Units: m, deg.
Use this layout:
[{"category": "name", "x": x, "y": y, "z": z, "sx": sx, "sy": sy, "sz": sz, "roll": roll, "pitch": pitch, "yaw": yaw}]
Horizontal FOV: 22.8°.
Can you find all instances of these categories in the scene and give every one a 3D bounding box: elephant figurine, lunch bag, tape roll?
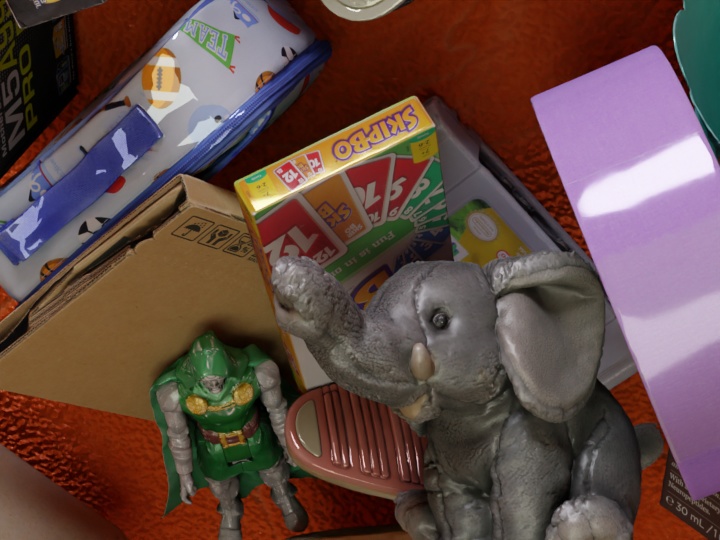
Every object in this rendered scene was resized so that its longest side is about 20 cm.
[{"category": "elephant figurine", "x": 0.057, "y": 0.048, "z": 0.849, "sx": 0.140, "sy": 0.155, "sz": 0.201, "roll": -20, "pitch": 104, "yaw": 8}, {"category": "lunch bag", "x": -0.113, "y": -0.060, "z": 0.906, "sx": 0.200, "sy": 0.160, "sz": 0.076, "roll": -39, "pitch": 98, "yaw": 26}, {"category": "tape roll", "x": 0.145, "y": 0.001, "z": 0.825, "sx": 0.065, "sy": 0.200, "sz": 0.201, "roll": -21, "pitch": 115, "yaw": 8}]

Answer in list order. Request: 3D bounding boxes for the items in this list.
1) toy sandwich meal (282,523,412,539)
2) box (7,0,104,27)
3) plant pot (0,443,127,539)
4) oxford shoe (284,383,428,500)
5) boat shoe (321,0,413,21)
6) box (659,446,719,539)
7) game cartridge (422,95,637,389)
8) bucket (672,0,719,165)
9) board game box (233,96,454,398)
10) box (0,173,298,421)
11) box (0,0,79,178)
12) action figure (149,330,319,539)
[{"category": "toy sandwich meal", "x": 0.051, "y": 0.166, "z": 1.028, "sx": 0.204, "sy": 0.205, "sz": 0.071, "roll": -16, "pitch": 84, "yaw": 16}, {"category": "box", "x": -0.138, "y": -0.221, "z": 0.789, "sx": 0.044, "sy": 0.200, "sz": 0.161, "roll": -15, "pitch": 116, "yaw": 17}, {"category": "plant pot", "x": -0.247, "y": 0.176, "z": 1.060, "sx": 0.183, "sy": 0.201, "sz": 0.200, "roll": 32, "pitch": 119, "yaw": -24}, {"category": "oxford shoe", "x": 0.043, "y": 0.107, "z": 0.972, "sx": 0.198, "sy": 0.071, "sz": 0.074, "roll": 10, "pitch": 146, "yaw": -25}, {"category": "boat shoe", "x": 0.063, "y": -0.192, "z": 0.872, "sx": 0.199, "sy": 0.068, "sz": 0.072, "roll": -34, "pitch": 86, "yaw": 10}, {"category": "box", "x": 0.230, "y": 0.062, "z": 0.957, "sx": 0.075, "sy": 0.100, "sz": 0.202, "roll": -16, "pitch": 125, "yaw": -32}, {"category": "game cartridge", "x": 0.057, "y": 0.012, "z": 1.000, "sx": 0.133, "sy": 0.041, "sz": 0.200, "roll": -35, "pitch": 109, "yaw": 28}, {"category": "bucket", "x": 0.249, "y": -0.085, "z": 0.811, "sx": 0.206, "sy": 0.209, "sz": 0.135, "roll": -15, "pitch": 150, "yaw": 15}, {"category": "board game box", "x": 0.000, "y": 0.000, "z": 0.893, "sx": 0.095, "sy": 0.030, "sz": 0.200, "roll": -26, "pitch": 150, "yaw": -9}, {"category": "box", "x": -0.080, "y": 0.026, "z": 0.925, "sx": 0.163, "sy": 0.021, "sz": 0.199, "roll": -36, "pitch": 149, "yaw": 25}, {"category": "box", "x": -0.192, "y": -0.148, "z": 0.868, "sx": 0.044, "sy": 0.161, "sz": 0.202, "roll": 6, "pitch": 120, "yaw": 11}, {"category": "action figure", "x": -0.069, "y": 0.090, "z": 0.969, "sx": 0.117, "sy": 0.055, "sz": 0.201, "roll": -16, "pitch": 147, "yaw": -3}]
